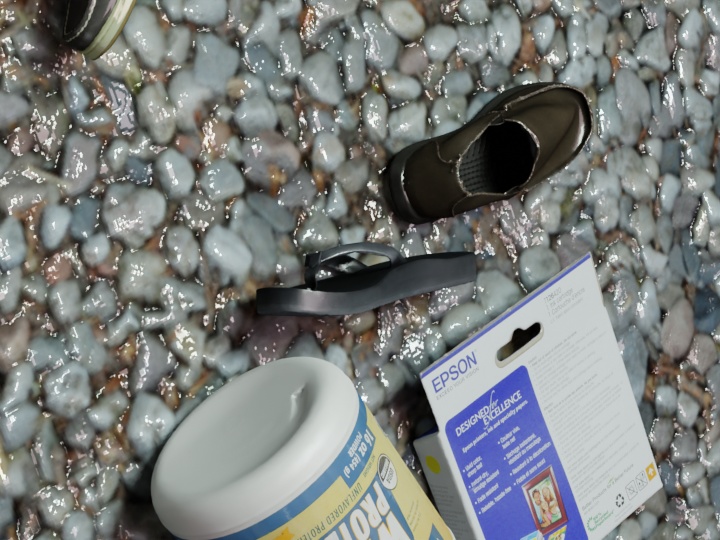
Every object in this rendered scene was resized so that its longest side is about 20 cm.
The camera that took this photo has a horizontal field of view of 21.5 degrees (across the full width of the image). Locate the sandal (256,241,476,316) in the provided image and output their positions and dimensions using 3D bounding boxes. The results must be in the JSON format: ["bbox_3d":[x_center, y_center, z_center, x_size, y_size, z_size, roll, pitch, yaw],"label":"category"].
[{"bbox_3d":[0.000,0.000,1.263,0.199,0.075,0.043,-14,100,-52],"label":"sandal"}]

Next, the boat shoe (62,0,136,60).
[{"bbox_3d":[-0.156,-0.227,1.135,0.064,0.073,0.202,18,73,-28],"label":"boat shoe"}]

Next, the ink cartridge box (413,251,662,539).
[{"bbox_3d":[0.127,0.119,1.389,0.197,0.047,0.202,-32,108,-36],"label":"ink cartridge box"}]

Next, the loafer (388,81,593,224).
[{"bbox_3d":[0.109,-0.082,1.360,0.199,0.071,0.074,-31,109,-38],"label":"loafer"}]

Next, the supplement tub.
[{"bbox_3d":[-0.024,0.171,1.182,0.145,0.144,0.201,-50,119,-31],"label":"supplement tub"}]
